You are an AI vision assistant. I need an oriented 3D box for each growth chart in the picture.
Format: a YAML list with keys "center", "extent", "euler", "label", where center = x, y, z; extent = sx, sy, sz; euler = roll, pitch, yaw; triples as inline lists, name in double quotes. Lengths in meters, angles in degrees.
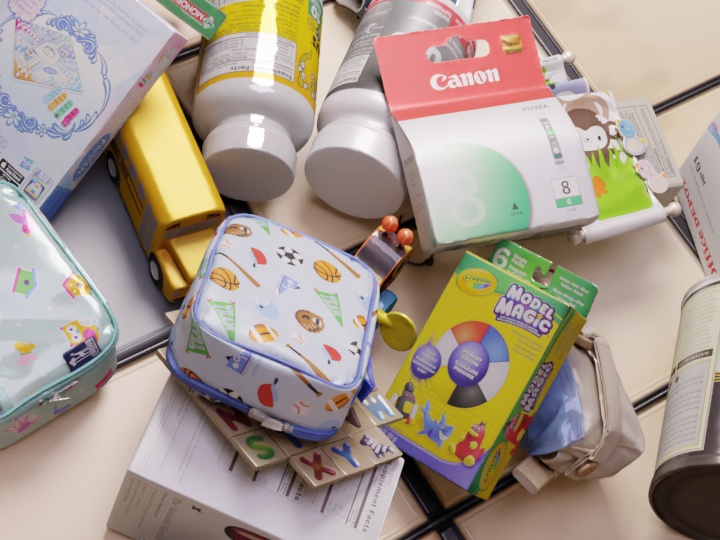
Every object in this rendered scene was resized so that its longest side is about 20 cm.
- center: [0.200, -0.114, 1.618]
  extent: [0.144, 0.018, 0.201]
  euler: [-24, 74, -27]
  label: "growth chart"

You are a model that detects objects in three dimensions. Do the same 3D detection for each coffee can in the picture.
- center: [0.338, 0.122, 1.536]
  extent: [0.145, 0.147, 0.201]
  euler: [20, 57, -6]
  label: "coffee can"

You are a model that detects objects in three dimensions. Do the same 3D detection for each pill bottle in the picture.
- center: [-0.093, -0.169, 1.585]
  extent: [0.112, 0.113, 0.202]
  euler: [11, 58, -12]
  label: "pill bottle"
- center: [0.027, -0.154, 1.613]
  extent: [0.113, 0.114, 0.201]
  euler: [25, 56, -3]
  label: "pill bottle"

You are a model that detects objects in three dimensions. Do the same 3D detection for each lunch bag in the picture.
- center: [-0.061, 0.046, 1.378]
  extent: [0.159, 0.076, 0.201]
  euler: [25, 32, -7]
  label: "lunch bag"
- center: [-0.298, 0.038, 1.418]
  extent: [0.160, 0.077, 0.201]
  euler: [-31, 73, -25]
  label: "lunch bag"

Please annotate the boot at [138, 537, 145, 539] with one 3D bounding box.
- center: [-0.100, 0.278, 1.347]
  extent: [0.200, 0.073, 0.182]
  euler: [40, 69, 13]
  label: "boot"

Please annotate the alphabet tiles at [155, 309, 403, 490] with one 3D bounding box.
- center: [-0.062, 0.091, 1.387]
  extent: [0.166, 0.006, 0.200]
  euler: [-14, 50, -45]
  label: "alphabet tiles"

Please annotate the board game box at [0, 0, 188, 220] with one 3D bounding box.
- center: [-0.284, -0.183, 1.503]
  extent: [0.200, 0.043, 0.200]
  euler: [40, 96, 11]
  label: "board game box"

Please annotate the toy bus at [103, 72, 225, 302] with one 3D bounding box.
- center: [-0.170, -0.077, 1.528]
  extent: [0.065, 0.078, 0.201]
  euler: [-15, 67, -24]
  label: "toy bus"

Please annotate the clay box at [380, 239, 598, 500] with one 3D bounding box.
- center: [0.103, 0.075, 1.464]
  extent: [0.114, 0.048, 0.201]
  euler: [28, 88, 34]
  label: "clay box"

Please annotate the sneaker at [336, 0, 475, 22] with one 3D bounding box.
- center: [0.049, -0.318, 1.737]
  extent: [0.145, 0.077, 0.204]
  euler: [19, 58, -10]
  label: "sneaker"

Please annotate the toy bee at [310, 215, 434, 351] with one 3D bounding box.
- center: [0.000, 0.000, 1.522]
  extent: [0.130, 0.109, 0.201]
  euler: [21, 57, -3]
  label: "toy bee"

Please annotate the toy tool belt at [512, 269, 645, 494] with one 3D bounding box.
- center: [0.153, 0.092, 1.510]
  extent: [0.122, 0.125, 0.201]
  euler: [-7, 63, -30]
  label: "toy tool belt"

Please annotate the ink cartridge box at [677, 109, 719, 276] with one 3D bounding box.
- center: [0.380, -0.079, 1.635]
  extent: [0.084, 0.200, 0.146]
  euler: [-6, 62, -16]
  label: "ink cartridge box"

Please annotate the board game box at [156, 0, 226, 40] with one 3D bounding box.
- center: [-0.217, -0.283, 1.549]
  extent: [0.199, 0.135, 0.029]
  euler: [36, 93, -26]
  label: "board game box"

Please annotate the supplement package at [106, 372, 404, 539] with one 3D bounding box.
- center: [-0.083, 0.176, 1.389]
  extent: [0.198, 0.114, 0.110]
  euler: [24, 55, -3]
  label: "supplement package"

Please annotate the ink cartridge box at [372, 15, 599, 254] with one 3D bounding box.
- center: [0.110, -0.125, 1.536]
  extent: [0.159, 0.050, 0.202]
  euler: [-10, 83, -19]
  label: "ink cartridge box"

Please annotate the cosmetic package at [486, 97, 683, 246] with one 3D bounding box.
- center: [0.192, -0.094, 1.657]
  extent: [0.198, 0.073, 0.104]
  euler: [-8, 65, -21]
  label: "cosmetic package"
